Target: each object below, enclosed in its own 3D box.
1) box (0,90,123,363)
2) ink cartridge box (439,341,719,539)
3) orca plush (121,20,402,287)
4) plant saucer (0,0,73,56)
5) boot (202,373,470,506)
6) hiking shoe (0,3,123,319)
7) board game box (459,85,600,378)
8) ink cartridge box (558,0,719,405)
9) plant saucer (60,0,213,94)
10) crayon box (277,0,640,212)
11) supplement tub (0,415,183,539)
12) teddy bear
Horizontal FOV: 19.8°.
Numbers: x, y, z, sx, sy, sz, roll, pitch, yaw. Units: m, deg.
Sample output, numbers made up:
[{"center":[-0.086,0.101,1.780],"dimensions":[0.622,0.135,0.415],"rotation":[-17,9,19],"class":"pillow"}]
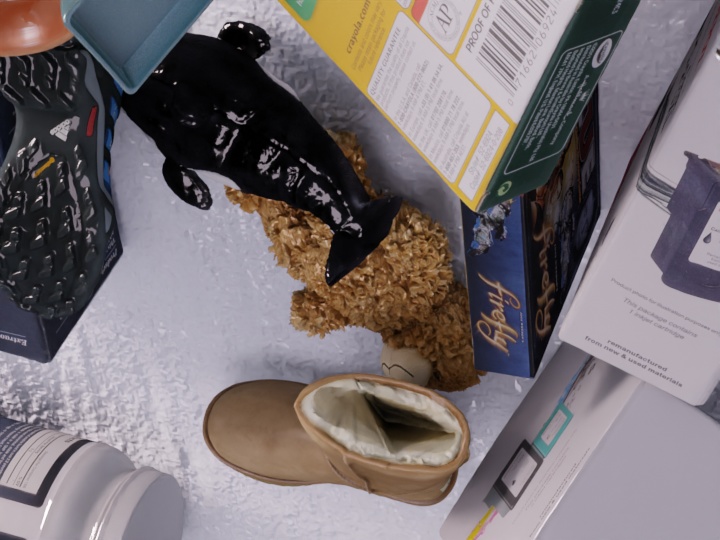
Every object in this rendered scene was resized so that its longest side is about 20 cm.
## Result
[{"center":[-0.239,-0.064,1.215],"dimensions":[0.147,0.107,0.201],"rotation":[12,134,19],"class":"box"},{"center":[0.150,0.141,1.117],"dimensions":[0.146,0.147,0.200],"rotation":[34,-179,-6],"class":"ink cartridge box"},{"center":[-0.077,-0.067,1.110],"dimensions":[0.105,0.071,0.200],"rotation":[-48,69,24],"class":"orca plush"},{"center":[-0.216,-0.166,0.964],"dimensions":[0.198,0.033,0.201],"rotation":[13,156,6],"class":"plant saucer"},{"center":[-0.019,0.090,1.211],"dimensions":[0.173,0.067,0.200],"rotation":[9,170,5],"class":"boot"},{"center":[-0.154,-0.069,1.114],"dimensions":[0.074,0.087,0.202],"rotation":[15,120,13],"class":"hiking shoe"},{"center":[0.086,-0.066,1.031],"dimensions":[0.034,0.136,0.201],"rotation":[9,134,18],"class":"board game box"},{"center":[0.181,-0.059,0.981],"dimensions":[0.084,0.145,0.201],"rotation":[26,136,2],"class":"ink cartridge box"},{"center":[-0.062,-0.177,0.963],"dimensions":[0.019,0.200,0.070],"rotation":[37,174,33],"class":"plant saucer"},{"center":[0.024,-0.141,0.884],"dimensions":[0.200,0.051,0.126],"rotation":[48,137,23],"class":"crayon box"},{"center":[-0.235,0.175,1.411],"dimensions":[0.198,0.141,0.141],"rotation":[13,135,16],"class":"supplement tub"},{"center":[0.000,0.000,1.185],"dimensions":[0.144,0.067,0.201],"rotation":[-7,126,34],"class":"teddy bear"}]
